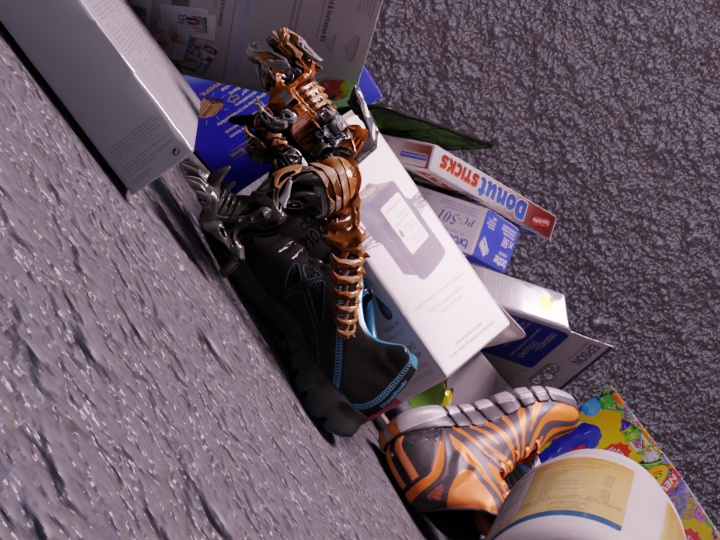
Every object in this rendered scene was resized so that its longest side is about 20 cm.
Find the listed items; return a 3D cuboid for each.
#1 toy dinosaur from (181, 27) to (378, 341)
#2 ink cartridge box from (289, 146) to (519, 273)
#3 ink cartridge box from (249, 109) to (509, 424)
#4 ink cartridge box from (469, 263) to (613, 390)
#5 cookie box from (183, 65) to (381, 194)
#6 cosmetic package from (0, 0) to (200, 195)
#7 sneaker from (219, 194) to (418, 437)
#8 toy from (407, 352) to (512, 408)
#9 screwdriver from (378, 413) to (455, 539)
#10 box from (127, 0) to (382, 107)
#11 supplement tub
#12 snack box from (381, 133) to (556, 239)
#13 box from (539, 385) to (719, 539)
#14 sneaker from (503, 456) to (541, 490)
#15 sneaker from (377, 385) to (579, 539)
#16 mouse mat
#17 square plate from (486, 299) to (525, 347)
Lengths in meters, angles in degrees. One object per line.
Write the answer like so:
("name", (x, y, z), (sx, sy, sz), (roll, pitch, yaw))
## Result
("toy dinosaur", (-0.045, -0.058, 0.835), (0.103, 0.134, 0.202), (82, -12, -65))
("ink cartridge box", (0.033, -0.055, 1.090), (0.198, 0.045, 0.094), (20, -1, 26))
("ink cartridge box", (0.000, 0.000, 0.962), (0.201, 0.084, 0.145), (55, -35, 2))
("ink cartridge box", (0.114, 0.061, 1.192), (0.197, 0.048, 0.198), (17, -28, -10))
("cookie box", (-0.102, -0.187, 1.078), (0.200, 0.170, 0.076), (52, 8, -47))
("cosmetic package", (-0.168, -0.143, 0.806), (0.152, 0.051, 0.200), (57, 4, -16))
("sneaker", (-0.034, 0.019, 0.893), (0.201, 0.081, 0.073), (56, 6, 19))
("toy", (0.079, 0.127, 1.158), (0.047, 0.115, 0.200), (43, -1, 21))
("screwdriver", (0.066, 0.196, 1.064), (0.201, 0.028, 0.029), (53, 34, -21))
("box", (-0.087, -0.199, 0.921), (0.157, 0.196, 0.042), (110, -9, -56))
("supplement tub", (0.155, 0.214, 0.868), (0.146, 0.144, 0.200), (55, 19, 2))
("snack box", (0.091, -0.071, 1.072), (0.071, 0.025, 0.199), (16, -5, 41))
("box", (0.222, 0.251, 1.202), (0.123, 0.199, 0.193), (53, 4, -22))
("sneaker", (0.131, 0.203, 1.097), (0.201, 0.074, 0.078), (-95, 175, -53))
("sneaker", (0.114, 0.167, 1.030), (0.113, 0.197, 0.078), (64, -33, 29))
("mouse mat", (0.004, -0.116, 1.052), (0.199, 0.159, 0.008), (9, 82, -57))
("square plate", (0.019, 0.015, 1.091), (0.198, 0.029, 0.199), (45, -30, -15))
